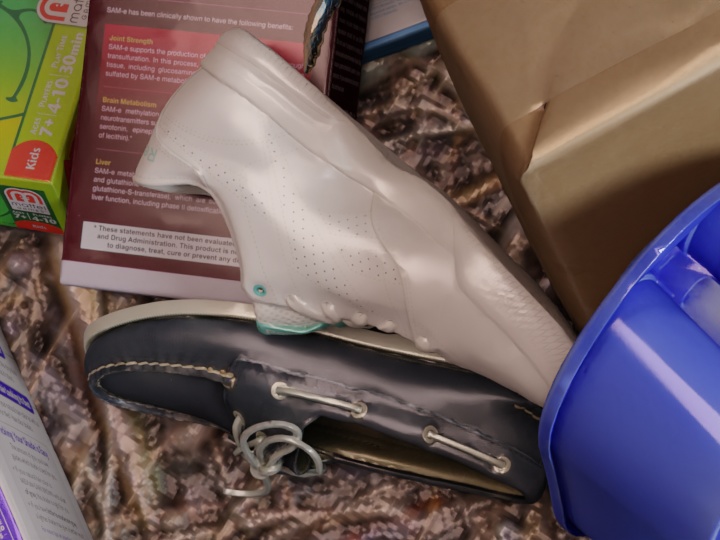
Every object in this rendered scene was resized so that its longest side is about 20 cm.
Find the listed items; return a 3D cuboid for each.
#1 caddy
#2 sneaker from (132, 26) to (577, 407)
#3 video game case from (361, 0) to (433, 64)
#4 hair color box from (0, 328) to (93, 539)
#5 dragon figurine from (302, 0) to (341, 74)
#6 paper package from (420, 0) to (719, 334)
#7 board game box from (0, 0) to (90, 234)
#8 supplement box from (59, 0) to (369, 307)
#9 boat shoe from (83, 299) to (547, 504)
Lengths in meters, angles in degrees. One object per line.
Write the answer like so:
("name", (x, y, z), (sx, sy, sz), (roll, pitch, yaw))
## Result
("caddy", (0.132, 0.042, 0.994), (0.105, 0.200, 0.141), (40, 76, 23))
("sneaker", (0.000, 0.000, 1.062), (0.200, 0.075, 0.089), (41, 93, 9))
("video game case", (0.000, -0.192, 1.183), (0.142, 0.018, 0.201), (-19, 75, 8))
("hair color box", (-0.169, 0.070, 1.112), (0.065, 0.109, 0.201), (-26, 73, 5))
("dragon figurine", (0.061, -0.139, 1.091), (0.099, 0.059, 0.200), (28, 50, 14))
("paper package", (0.139, -0.071, 1.025), (0.190, 0.200, 0.104), (-28, 58, 3))
("board game box", (-0.206, -0.082, 1.174), (0.199, 0.048, 0.102), (8, 65, 13))
("supplement box", (-0.056, -0.087, 1.131), (0.108, 0.061, 0.201), (7, 91, 13))
("boat shoe", (-0.019, 0.058, 1.105), (0.199, 0.075, 0.062), (8, 68, 4))
